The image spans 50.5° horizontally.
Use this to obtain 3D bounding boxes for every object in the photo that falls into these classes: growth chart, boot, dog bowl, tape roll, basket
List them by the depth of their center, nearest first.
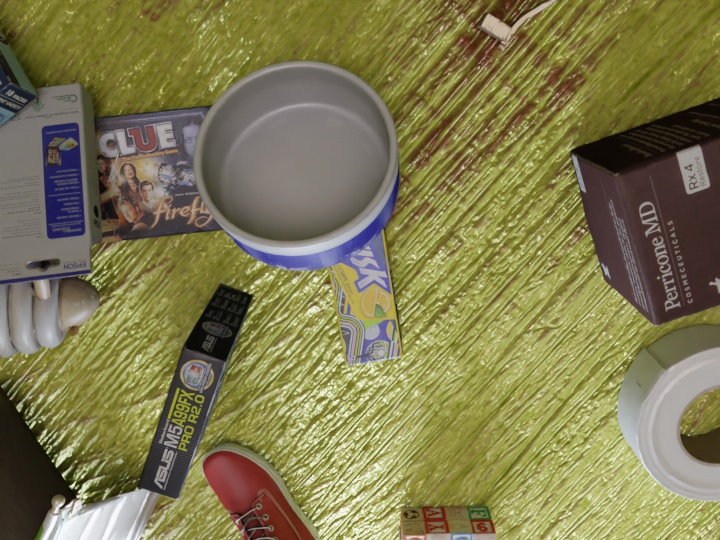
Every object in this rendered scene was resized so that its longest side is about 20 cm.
[{"bbox_3d":[-0.060,-0.103,0.767,0.200,0.079,0.200,-2,72,5],"label":"dog bowl"},{"bbox_3d":[-0.435,0.241,0.884,0.180,0.136,0.200,-26,101,-40],"label":"basket"},{"bbox_3d":[-0.312,0.310,0.893,0.018,0.200,0.145,34,97,24],"label":"growth chart"},{"bbox_3d":[-0.121,0.307,0.903,0.072,0.144,0.200,-36,102,11],"label":"boot"},{"bbox_3d":[0.414,0.168,0.907,0.202,0.071,0.203,0,107,0],"label":"tape roll"}]

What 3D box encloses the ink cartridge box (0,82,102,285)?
[{"bbox_3d":[-0.319,-0.085,0.775,0.099,0.039,0.200,-6,81,1],"label":"ink cartridge box"}]

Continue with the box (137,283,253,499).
[{"bbox_3d":[-0.171,0.120,0.817,0.044,0.200,0.160,19,106,-6],"label":"box"}]

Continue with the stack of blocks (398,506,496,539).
[{"bbox_3d":[0.108,0.405,0.978,0.115,0.059,0.200,-1,106,0],"label":"stack of blocks"}]

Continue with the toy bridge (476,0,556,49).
[{"bbox_3d":[0.196,-0.319,0.783,0.067,0.027,0.200,27,104,-10],"label":"toy bridge"}]

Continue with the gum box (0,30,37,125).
[{"bbox_3d":[-0.448,-0.188,0.770,0.200,0.045,0.170,-35,76,9],"label":"gum box"}]

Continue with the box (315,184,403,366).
[{"bbox_3d":[0.000,0.000,0.856,0.070,0.064,0.200,-9,106,2],"label":"box"}]

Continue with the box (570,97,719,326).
[{"bbox_3d":[0.351,-0.071,0.787,0.200,0.164,0.166,-20,106,5],"label":"box"}]

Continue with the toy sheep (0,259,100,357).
[{"bbox_3d":[-0.385,0.029,0.825,0.200,0.138,0.138,5,106,-6],"label":"toy sheep"}]

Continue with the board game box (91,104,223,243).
[{"bbox_3d":[-0.249,-0.103,0.837,0.200,0.035,0.136,-6,106,1],"label":"board game box"}]
